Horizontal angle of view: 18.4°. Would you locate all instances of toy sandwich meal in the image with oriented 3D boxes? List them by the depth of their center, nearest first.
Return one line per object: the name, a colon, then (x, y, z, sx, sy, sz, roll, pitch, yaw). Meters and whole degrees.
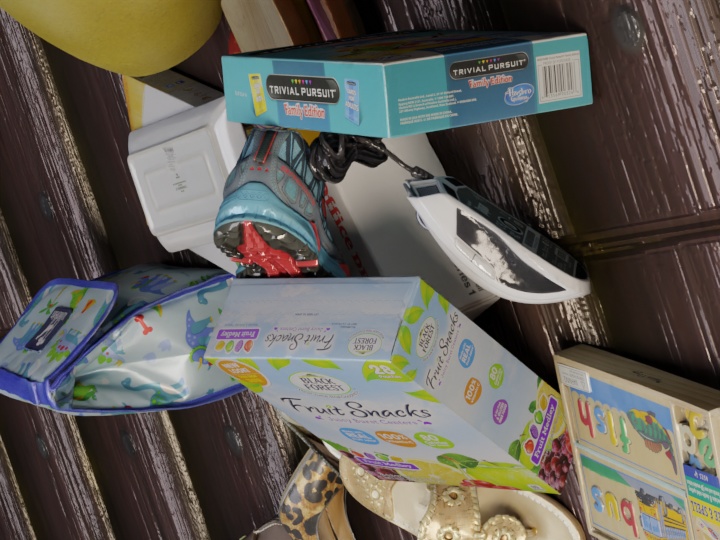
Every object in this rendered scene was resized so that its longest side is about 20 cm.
toy sandwich meal: (-0.059, -0.154, 1.619, 0.205, 0.070, 0.206, 39, 140, 43)

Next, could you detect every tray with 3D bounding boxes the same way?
tray: (-0.137, -0.072, 1.780, 0.200, 0.022, 0.108, -12, 97, 60)

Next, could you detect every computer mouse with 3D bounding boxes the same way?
computer mouse: (0.056, -0.030, 1.421, 0.200, 0.110, 0.044, 34, 104, 0)

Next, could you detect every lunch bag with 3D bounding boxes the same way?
lunch bag: (-0.212, 0.067, 1.901, 0.170, 0.200, 0.128, 5, 113, 60)

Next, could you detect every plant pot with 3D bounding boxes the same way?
plant pot: (-0.180, -0.232, 1.687, 0.200, 0.200, 0.142, 32, 161, 48)

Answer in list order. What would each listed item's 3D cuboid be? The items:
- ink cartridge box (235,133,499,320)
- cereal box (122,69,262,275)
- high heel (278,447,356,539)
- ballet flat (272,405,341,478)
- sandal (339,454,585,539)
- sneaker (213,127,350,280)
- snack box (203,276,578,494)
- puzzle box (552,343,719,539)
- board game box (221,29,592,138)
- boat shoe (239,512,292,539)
ink cartridge box: (0.000, 0.000, 1.605, 0.145, 0.084, 0.200, 63, 151, 9)
cereal box: (-0.122, -0.077, 1.814, 0.200, 0.039, 0.144, 27, 131, 51)
high heel: (0.000, 0.228, 1.813, 0.142, 0.071, 0.200, 28, 122, 19)
ballet flat: (-0.024, 0.112, 1.735, 0.200, 0.072, 0.072, 40, 141, 39)
sandal: (0.055, 0.180, 1.588, 0.211, 0.070, 0.078, 20, 116, 36)
sneaker: (-0.043, -0.040, 1.470, 0.200, 0.079, 0.096, 73, -154, -76)
snack box: (0.024, 0.077, 1.474, 0.168, 0.068, 0.200, -1, 150, 43)
puzzle box: (0.188, 0.127, 1.392, 0.200, 0.025, 0.133, 18, 124, 66)
board game box: (0.026, -0.122, 1.405, 0.200, 0.151, 0.047, 12, 110, 57)
boat shoe: (-0.084, 0.261, 1.955, 0.072, 0.059, 0.200, 62, 151, 14)
